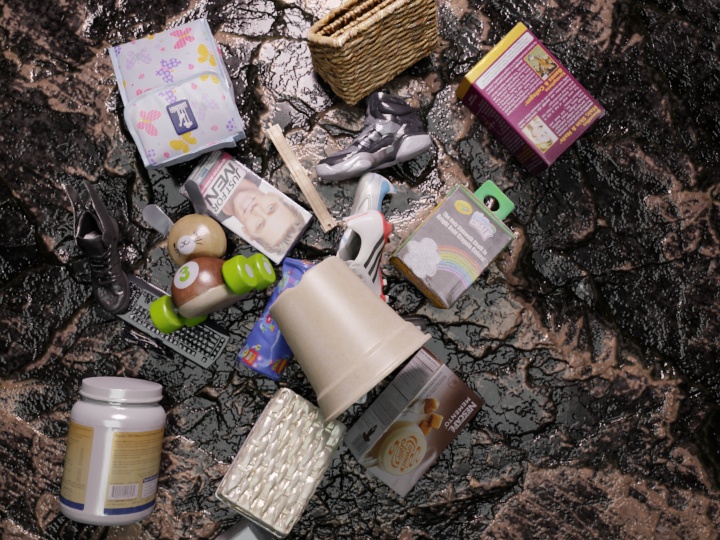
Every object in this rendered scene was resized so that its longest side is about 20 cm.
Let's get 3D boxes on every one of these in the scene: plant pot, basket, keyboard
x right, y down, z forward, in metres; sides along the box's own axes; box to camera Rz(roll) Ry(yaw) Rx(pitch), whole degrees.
[{"bbox_3d":[-0.029,0.089,1.055,0.200,0.200,0.184,-39,83,-3],"label":"plant pot"},{"bbox_3d":[0.011,-0.391,1.128,0.199,0.149,0.143,-35,65,-8],"label":"basket"},{"bbox_3d":[-0.119,0.295,1.114,0.135,0.123,0.201,31,72,-1],"label":"basket"},{"bbox_3d":[-0.321,0.097,1.178,0.199,0.040,0.105,30,87,0],"label":"keyboard"}]

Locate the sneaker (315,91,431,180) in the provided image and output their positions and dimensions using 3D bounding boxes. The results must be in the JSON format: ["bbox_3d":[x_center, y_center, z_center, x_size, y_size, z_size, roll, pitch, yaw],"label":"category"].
[{"bbox_3d":[0.010,-0.222,1.182,0.198,0.075,0.115,-18,89,-8],"label":"sneaker"}]

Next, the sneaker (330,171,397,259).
[{"bbox_3d":[0.000,-0.059,1.179,0.072,0.072,0.202,22,91,-8],"label":"sneaker"}]

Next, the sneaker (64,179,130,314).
[{"bbox_3d":[-0.416,-0.033,1.138,0.059,0.104,0.202,-11,81,-1],"label":"sneaker"}]

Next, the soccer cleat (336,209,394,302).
[{"bbox_3d":[0.000,0.000,1.133,0.084,0.069,0.202,-8,121,-26],"label":"soccer cleat"}]

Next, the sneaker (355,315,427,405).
[{"bbox_3d":[0.024,0.150,1.181,0.198,0.076,0.117,-18,98,5],"label":"sneaker"}]

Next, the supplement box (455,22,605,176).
[{"bbox_3d":[0.272,-0.275,1.176,0.131,0.103,0.200,-43,89,-3],"label":"supplement box"}]

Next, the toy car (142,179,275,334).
[{"bbox_3d":[-0.256,-0.032,1.113,0.163,0.158,0.202,-27,87,13],"label":"toy car"}]

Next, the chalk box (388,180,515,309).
[{"bbox_3d":[0.157,-0.051,1.158,0.124,0.124,0.200,44,87,1],"label":"chalk box"}]

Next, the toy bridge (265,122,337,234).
[{"bbox_3d":[-0.099,-0.153,1.178,0.027,0.067,0.201,-30,90,-2],"label":"toy bridge"}]

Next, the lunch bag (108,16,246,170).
[{"bbox_3d":[-0.281,-0.270,1.129,0.168,0.127,0.202,-18,73,-2],"label":"lunch bag"}]

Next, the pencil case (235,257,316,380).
[{"bbox_3d":[-0.126,0.076,1.167,0.078,0.086,0.202,27,88,-43],"label":"pencil case"}]

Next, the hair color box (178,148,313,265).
[{"bbox_3d":[-0.184,-0.106,1.177,0.199,0.061,0.100,35,88,-1],"label":"hair color box"}]

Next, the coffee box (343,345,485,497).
[{"bbox_3d":[0.084,0.239,1.150,0.200,0.080,0.114,-48,117,-3],"label":"coffee box"}]

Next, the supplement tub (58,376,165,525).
[{"bbox_3d":[-0.380,0.274,1.118,0.142,0.144,0.203,7,88,-2],"label":"supplement tub"}]

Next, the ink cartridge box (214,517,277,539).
[{"bbox_3d":[-0.210,0.510,1.147,0.199,0.084,0.146,-36,89,-3],"label":"ink cartridge box"}]
